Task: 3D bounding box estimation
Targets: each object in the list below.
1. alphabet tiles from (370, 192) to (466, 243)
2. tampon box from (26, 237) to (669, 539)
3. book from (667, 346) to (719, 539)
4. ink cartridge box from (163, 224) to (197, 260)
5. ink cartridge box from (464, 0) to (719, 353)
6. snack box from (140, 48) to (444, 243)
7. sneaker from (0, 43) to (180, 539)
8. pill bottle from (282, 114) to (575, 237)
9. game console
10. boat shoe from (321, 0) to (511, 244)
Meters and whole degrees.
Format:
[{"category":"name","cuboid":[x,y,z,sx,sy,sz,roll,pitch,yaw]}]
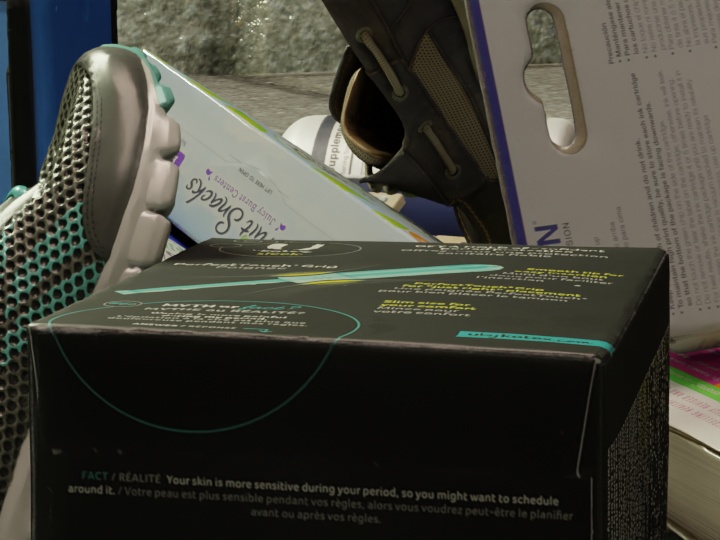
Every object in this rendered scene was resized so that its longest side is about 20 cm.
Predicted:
[{"category":"alphabet tiles","cuboid":[-0.042,0.009,1.304,0.199,0.008,0.167,5,36,28]},{"category":"tampon box","cuboid":[0.006,0.065,0.759,0.149,0.127,0.200,2,8,11]},{"category":"book","cuboid":[0.186,0.040,0.965,0.199,0.048,0.133,-18,27,-24]},{"category":"ink cartridge box","cuboid":[-0.015,0.049,1.017,0.200,0.047,0.198,35,2,-11]},{"category":"ink cartridge box","cuboid":[0.137,-0.075,0.974,0.199,0.201,0.041,-8,-13,-7]},{"category":"snack box","cuboid":[0.000,0.000,1.036,0.142,0.053,0.200,30,4,-46]},{"category":"sneaker","cuboid":[-0.114,0.016,0.817,0.091,0.201,0.078,20,-20,-13]},{"category":"pill bottle","cuboid":[0.014,-0.025,1.425,0.199,0.112,0.111,1,8,12]},{"category":"game console","cuboid":[-0.168,-0.038,1.212,0.118,0.201,0.171,0,9,11]},{"category":"boat shoe","cuboid":[0.023,-0.068,1.054,0.073,0.200,0.075,-25,50,-4]}]
